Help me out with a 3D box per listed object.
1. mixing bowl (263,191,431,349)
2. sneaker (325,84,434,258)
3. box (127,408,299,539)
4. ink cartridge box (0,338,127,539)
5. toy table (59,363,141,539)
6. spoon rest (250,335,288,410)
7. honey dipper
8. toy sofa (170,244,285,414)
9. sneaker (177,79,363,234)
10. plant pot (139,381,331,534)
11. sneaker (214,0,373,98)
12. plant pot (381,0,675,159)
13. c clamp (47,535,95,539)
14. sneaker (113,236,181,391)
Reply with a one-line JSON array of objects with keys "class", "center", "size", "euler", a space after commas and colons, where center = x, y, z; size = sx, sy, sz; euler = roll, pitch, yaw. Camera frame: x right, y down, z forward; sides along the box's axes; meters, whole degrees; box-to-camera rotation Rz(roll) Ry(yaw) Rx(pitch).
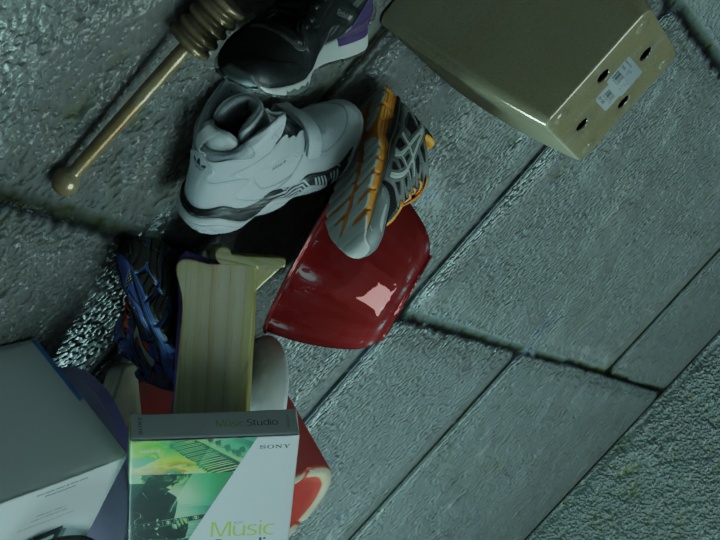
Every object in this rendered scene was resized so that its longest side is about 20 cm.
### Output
[{"class": "mixing bowl", "center": [0.000, 0.000, 1.420], "size": [0.202, 0.108, 0.200], "euler": [-59, 176, -6]}, {"class": "sneaker", "center": [0.025, -0.084, 1.323], "size": [0.078, 0.077, 0.202], "euler": [-38, -153, 41]}, {"class": "box", "center": [-0.130, 0.205, 1.268], "size": [0.142, 0.037, 0.202], "euler": [-1, 126, -11]}, {"class": "ink cartridge box", "center": [-0.324, 0.192, 1.249], "size": [0.145, 0.147, 0.201], "euler": [-16, 145, -49]}, {"class": "toy table", "center": [-0.237, 0.185, 1.368], "size": [0.117, 0.181, 0.203], "euler": [-14, 111, -65]}, {"class": "spoon rest", "center": [-0.105, 0.162, 1.402], "size": [0.060, 0.099, 0.203], "euler": [15, 84, -31]}, {"class": "honey dipper", "center": [-0.168, -0.133, 1.115], "size": [0.200, 0.038, 0.038], "euler": [-45, 157, 12]}, {"class": "toy sofa", "center": [-0.124, 0.079, 1.309], "size": [0.096, 0.203, 0.083], "euler": [3, -178, -10]}, {"class": "sneaker", "center": [-0.069, -0.117, 1.246], "size": [0.199, 0.075, 0.116], "euler": [-33, 153, -30]}, {"class": "plant pot", "center": [-0.136, 0.192, 1.518], "size": [0.200, 0.177, 0.201], "euler": [-37, 156, -19]}, {"class": "sneaker", "center": [-0.048, -0.202, 1.134], "size": [0.200, 0.075, 0.088], "euler": [-44, 155, -56]}, {"class": "plant pot", "center": [0.172, -0.219, 1.344], "size": [0.200, 0.177, 0.199], "euler": [-47, 157, 8]}, {"class": "c clamp", "center": [-0.284, 0.293, 1.274], "size": [0.170, 0.027, 0.201], "euler": [0, 133, -53]}, {"class": "sneaker", "center": [-0.191, 0.048, 1.322], "size": [0.202, 0.077, 0.076], "euler": [79, 20, -45]}]
